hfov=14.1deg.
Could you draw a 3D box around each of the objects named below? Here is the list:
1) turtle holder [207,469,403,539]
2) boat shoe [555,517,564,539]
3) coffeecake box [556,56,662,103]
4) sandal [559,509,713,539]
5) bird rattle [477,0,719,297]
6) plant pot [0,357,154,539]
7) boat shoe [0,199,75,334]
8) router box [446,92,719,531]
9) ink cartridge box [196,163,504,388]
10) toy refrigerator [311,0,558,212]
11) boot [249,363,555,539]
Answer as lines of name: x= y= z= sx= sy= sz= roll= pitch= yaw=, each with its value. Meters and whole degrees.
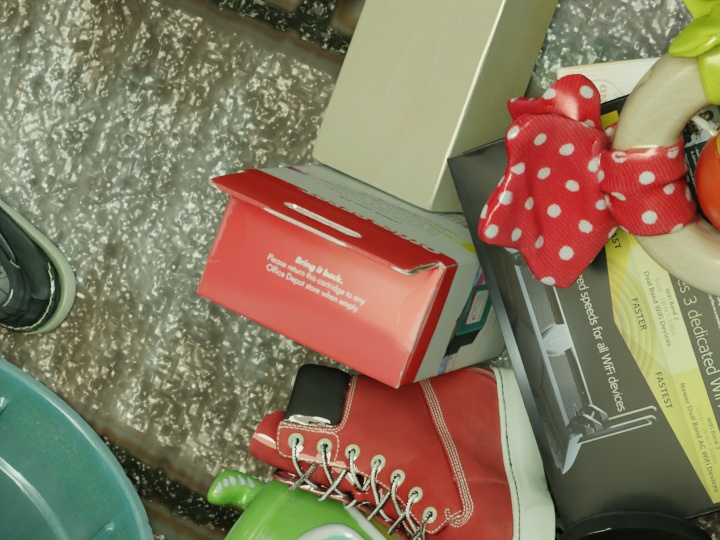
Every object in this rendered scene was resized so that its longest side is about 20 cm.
turtle holder: x=-0.017 y=0.174 z=1.494 sx=0.131 sy=0.186 sz=0.141 roll=23 pitch=133 yaw=19
boat shoe: x=0.101 y=0.226 z=1.479 sx=0.075 sy=0.060 sz=0.201 roll=-21 pitch=86 yaw=21
coffeecake box: x=0.205 y=-0.033 z=1.417 sx=0.199 sy=0.073 sz=0.154 roll=-4 pitch=93 yaw=22
sandal: x=0.147 y=0.182 z=1.400 sx=0.075 sy=0.200 sz=0.045 roll=-12 pitch=46 yaw=13
bird rattle: x=0.157 y=-0.051 z=1.289 sx=0.163 sy=0.113 sz=0.200 roll=39 pitch=109 yaw=-5
plant pot: x=-0.247 y=0.171 z=1.550 sx=0.200 sy=0.200 sz=0.196 roll=49 pitch=116 yaw=11
boat shoe: x=-0.248 y=-0.031 z=1.595 sx=0.199 sy=0.066 sz=0.075 roll=41 pitch=107 yaw=14
router box: x=0.146 y=0.015 z=1.376 sx=0.157 sy=0.052 sz=0.201 roll=-18 pitch=89 yaw=21
ink cartridge box: x=0.000 y=0.000 z=1.430 sx=0.116 sy=0.200 sz=0.068 roll=24 pitch=102 yaw=18
toy refrigerator: x=0.053 y=-0.136 z=1.473 sx=0.076 sy=0.070 sz=0.201 roll=24 pitch=101 yaw=25
boot: x=0.019 y=0.119 z=1.410 sx=0.144 sy=0.200 sz=0.073 roll=3 pitch=127 yaw=-8
